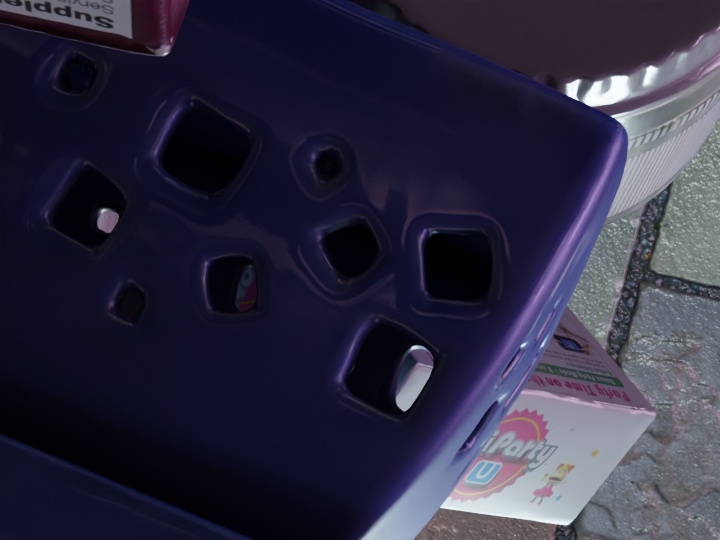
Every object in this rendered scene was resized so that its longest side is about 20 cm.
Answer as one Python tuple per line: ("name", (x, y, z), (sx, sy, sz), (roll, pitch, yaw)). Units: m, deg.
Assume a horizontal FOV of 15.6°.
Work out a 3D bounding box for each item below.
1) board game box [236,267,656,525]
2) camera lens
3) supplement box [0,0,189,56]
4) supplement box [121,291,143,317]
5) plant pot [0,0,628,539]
("board game box", (0.000, 0.000, 0.996), (0.147, 0.200, 0.064), (14, 120, -48))
("camera lens", (0.057, -0.103, 0.870), (0.200, 0.159, 0.161), (96, 9, -78))
("supplement box", (-0.066, -0.151, 0.475), (0.200, 0.103, 0.131), (99, 5, -63))
("supplement box", (-0.102, 0.098, 1.040), (0.110, 0.085, 0.201), (-35, 139, -84))
("plant pot", (-0.048, 0.022, 0.782), (0.200, 0.199, 0.180), (88, 24, -78))
